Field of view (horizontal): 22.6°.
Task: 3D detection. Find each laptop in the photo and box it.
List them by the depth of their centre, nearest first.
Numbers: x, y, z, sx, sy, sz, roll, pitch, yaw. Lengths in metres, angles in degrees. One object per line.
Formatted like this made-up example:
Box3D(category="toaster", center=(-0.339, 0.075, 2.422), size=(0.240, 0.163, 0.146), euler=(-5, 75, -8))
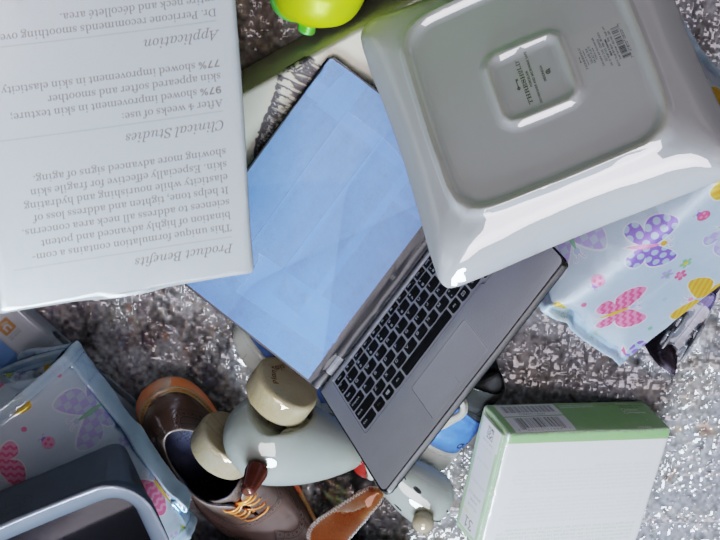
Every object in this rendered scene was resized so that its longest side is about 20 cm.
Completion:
Box3D(category="laptop", center=(0.000, 0.000, 1.163), size=(0.116, 0.200, 0.188), euler=(29, 104, -33))

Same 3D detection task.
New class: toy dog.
Box3D(category="toy dog", center=(-0.021, 0.143, 1.268), size=(0.198, 0.097, 0.133), euler=(10, 131, -8))

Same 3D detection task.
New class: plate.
Box3D(category="plate", center=(0.110, -0.114, 1.121), size=(0.199, 0.201, 0.032), euler=(-22, 154, 10))

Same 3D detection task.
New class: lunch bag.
Box3D(category="lunch bag", center=(0.177, -0.071, 1.200), size=(0.169, 0.201, 0.127), euler=(-40, 138, 18))
Box3D(category="lunch bag", center=(-0.235, 0.160, 1.305), size=(0.199, 0.127, 0.170), euler=(-29, 108, 20))

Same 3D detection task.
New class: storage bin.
Box3D(category="storage bin", center=(-0.207, 0.206, 1.180), size=(0.199, 0.134, 0.146), euler=(-23, 107, 2))

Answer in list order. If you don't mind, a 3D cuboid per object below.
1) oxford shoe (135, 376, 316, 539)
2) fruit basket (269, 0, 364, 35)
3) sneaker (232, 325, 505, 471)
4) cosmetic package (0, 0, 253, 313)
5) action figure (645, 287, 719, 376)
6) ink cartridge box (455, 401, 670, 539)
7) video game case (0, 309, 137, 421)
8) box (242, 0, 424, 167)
Box3D(category="oxford shoe", center=(-0.096, 0.169, 1.353), size=(0.071, 0.073, 0.200), euler=(-41, 118, 5))
Box3D(category="fruit basket", center=(0.000, -0.257, 1.165), size=(0.214, 0.156, 0.216), euler=(12, 150, 7))
Box3D(category="sneaker", center=(0.013, 0.060, 1.312), size=(0.199, 0.077, 0.111), euler=(31, 116, -16))
Box3D(category="cosmetic package", center=(-0.170, -0.105, 1.132), size=(0.166, 0.166, 0.202), euler=(-9, 115, -16))
Box3D(category="action figure", center=(0.262, -0.025, 1.280), size=(0.130, 0.069, 0.200), euler=(40, 104, 4))
Box3D(category="ink cartridge box", center=(0.142, 0.198, 1.357), size=(0.144, 0.048, 0.202), euler=(0, 115, -27))
Box3D(category="video game case", center=(-0.269, 0.139, 1.380), size=(0.200, 0.022, 0.182), euler=(-42, 106, 16))
Box3D(category="box", center=(-0.005, -0.129, 1.240), size=(0.199, 0.068, 0.082), euler=(-29, 108, 12))
